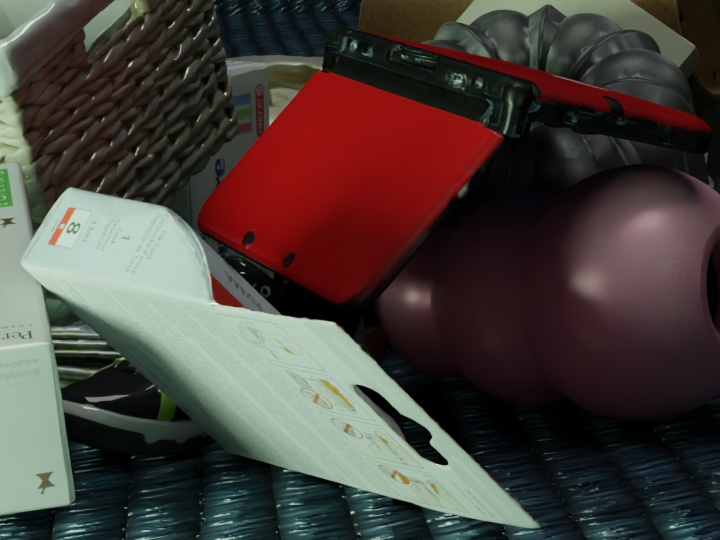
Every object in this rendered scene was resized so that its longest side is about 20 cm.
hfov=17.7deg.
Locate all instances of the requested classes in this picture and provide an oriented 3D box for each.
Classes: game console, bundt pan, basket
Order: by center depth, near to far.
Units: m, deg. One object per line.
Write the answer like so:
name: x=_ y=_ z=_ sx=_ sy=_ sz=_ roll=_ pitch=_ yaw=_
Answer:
game console: x=0.042 y=-0.045 z=1.124 sx=0.172 sy=0.119 sz=0.200 roll=9 pitch=9 yaw=-28
basket: x=-0.196 y=-0.103 z=1.263 sx=0.200 sy=0.161 sz=0.198 roll=4 pitch=36 yaw=30
bundt pan: x=0.095 y=-0.079 z=1.277 sx=0.202 sy=0.076 sz=0.202 roll=-3 pitch=39 yaw=3

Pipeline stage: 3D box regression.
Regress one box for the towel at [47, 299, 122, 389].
towel: x=-0.197 y=0.036 z=1.230 sx=0.171 sy=0.048 sz=0.200 roll=-3 pitch=12 yaw=-11

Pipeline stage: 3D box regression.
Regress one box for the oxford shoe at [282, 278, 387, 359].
oxford shoe: x=0.000 y=0.000 z=1.311 sx=0.071 sy=0.073 sz=0.200 roll=0 pitch=12 yaw=10

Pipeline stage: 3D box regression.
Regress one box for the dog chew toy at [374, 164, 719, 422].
dog chew toy: x=0.095 y=0.013 z=1.143 sx=0.200 sy=0.125 sz=0.125 roll=-3 pitch=9 yaw=37

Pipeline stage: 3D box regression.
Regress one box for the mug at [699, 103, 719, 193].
mug: x=0.200 y=-0.086 z=1.670 sx=0.200 sy=0.178 sz=0.133 roll=5 pitch=49 yaw=46

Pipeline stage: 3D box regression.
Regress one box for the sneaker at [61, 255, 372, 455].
sneaker: x=-0.074 y=0.034 z=1.130 sx=0.072 sy=0.083 sz=0.200 roll=9 pitch=16 yaw=43

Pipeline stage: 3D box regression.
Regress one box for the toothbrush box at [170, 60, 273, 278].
toothbrush box: x=-0.158 y=-0.059 z=1.440 sx=0.200 sy=0.146 sz=0.086 roll=6 pitch=13 yaw=36

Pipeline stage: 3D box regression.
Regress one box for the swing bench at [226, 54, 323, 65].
swing bench: x=-0.051 y=-0.125 z=1.734 sx=0.199 sy=0.130 sz=0.200 roll=-4 pitch=-27 yaw=-5

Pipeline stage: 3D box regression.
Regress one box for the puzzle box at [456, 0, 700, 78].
puzzle box: x=0.090 y=-0.091 z=1.388 sx=0.133 sy=0.200 sz=0.025 roll=39 pitch=-4 yaw=23

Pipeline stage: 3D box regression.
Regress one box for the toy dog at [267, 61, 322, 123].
toy dog: x=-0.027 y=-0.080 z=1.544 sx=0.200 sy=0.140 sz=0.194 roll=-6 pitch=6 yaw=-40

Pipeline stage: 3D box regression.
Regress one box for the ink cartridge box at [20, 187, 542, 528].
ink cartridge box: x=-0.028 y=0.035 z=0.975 sx=0.200 sy=0.050 sz=0.162 roll=7 pitch=-30 yaw=44

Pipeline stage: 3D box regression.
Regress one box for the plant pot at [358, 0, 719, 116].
plant pot: x=0.129 y=-0.135 z=1.486 sx=0.200 sy=0.187 sz=0.186 roll=-12 pitch=5 yaw=29

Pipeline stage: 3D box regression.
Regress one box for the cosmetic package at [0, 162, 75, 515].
cosmetic package: x=-0.193 y=0.031 z=1.045 sx=0.108 sy=0.085 sz=0.200 roll=-8 pitch=26 yaw=-10
